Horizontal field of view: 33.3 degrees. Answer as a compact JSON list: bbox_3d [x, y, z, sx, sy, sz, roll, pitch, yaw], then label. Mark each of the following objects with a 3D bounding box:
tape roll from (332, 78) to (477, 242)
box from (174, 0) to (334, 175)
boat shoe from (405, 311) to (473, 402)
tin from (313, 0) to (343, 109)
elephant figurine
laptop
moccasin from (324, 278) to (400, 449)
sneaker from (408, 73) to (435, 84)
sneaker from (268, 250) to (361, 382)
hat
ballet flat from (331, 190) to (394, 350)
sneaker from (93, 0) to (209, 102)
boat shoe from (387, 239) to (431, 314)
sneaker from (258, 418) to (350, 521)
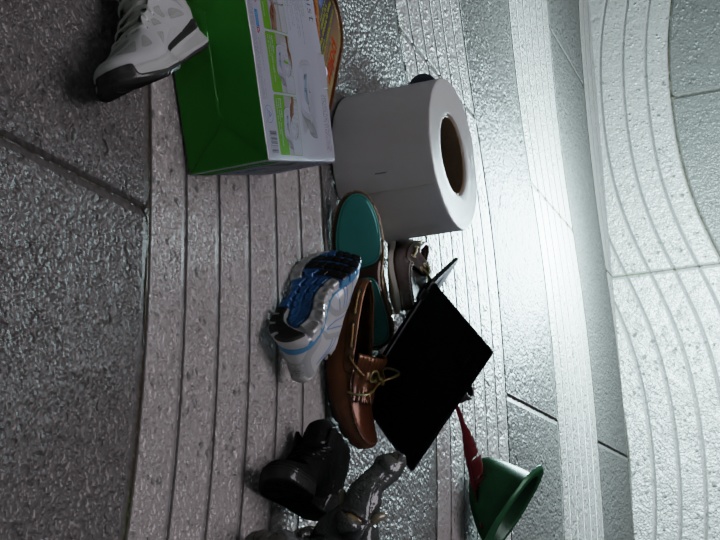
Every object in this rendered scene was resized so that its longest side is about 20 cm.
[{"bbox_3d":[0.061,-0.144,1.603,0.202,0.138,0.205,-7,90,-68],"label":"tape roll"},{"bbox_3d":[-0.110,-0.204,1.247,0.176,0.096,0.202,-14,96,-69],"label":"box"},{"bbox_3d":[0.120,0.107,1.756,0.075,0.073,0.201,-60,138,-57],"label":"boat shoe"},{"bbox_3d":[-0.063,-0.273,1.472,0.112,0.042,0.201,54,35,-44],"label":"tin"},{"bbox_3d":[-0.026,0.296,1.222,0.200,0.155,0.142,-22,84,-59],"label":"elephant figurine"},{"bbox_3d":[0.092,0.111,1.499,0.188,0.116,0.200,-58,172,22],"label":"laptop"},{"bbox_3d":[0.001,0.112,1.445,0.074,0.077,0.203,22,63,-66],"label":"moccasin"},{"bbox_3d":[0.109,-0.205,1.861,0.078,0.065,0.202,-65,143,-73],"label":"sneaker"},{"bbox_3d":[-0.049,0.051,1.370,0.200,0.074,0.087,-59,147,-51],"label":"sneaker"},{"bbox_3d":[0.178,0.325,1.905,0.201,0.175,0.165,-60,159,5],"label":"hat"},{"bbox_3d":[0.000,0.000,1.524,0.065,0.070,0.202,-161,-115,-84],"label":"ballet flat"},{"bbox_3d":[-0.206,-0.225,1.068,0.201,0.075,0.116,-67,135,-66],"label":"sneaker"},{"bbox_3d":[0.066,0.003,1.600,0.200,0.059,0.072,-87,174,-72],"label":"boat shoe"},{"bbox_3d":[-0.056,0.206,1.300,0.200,0.059,0.105,55,35,-59],"label":"sneaker"}]
